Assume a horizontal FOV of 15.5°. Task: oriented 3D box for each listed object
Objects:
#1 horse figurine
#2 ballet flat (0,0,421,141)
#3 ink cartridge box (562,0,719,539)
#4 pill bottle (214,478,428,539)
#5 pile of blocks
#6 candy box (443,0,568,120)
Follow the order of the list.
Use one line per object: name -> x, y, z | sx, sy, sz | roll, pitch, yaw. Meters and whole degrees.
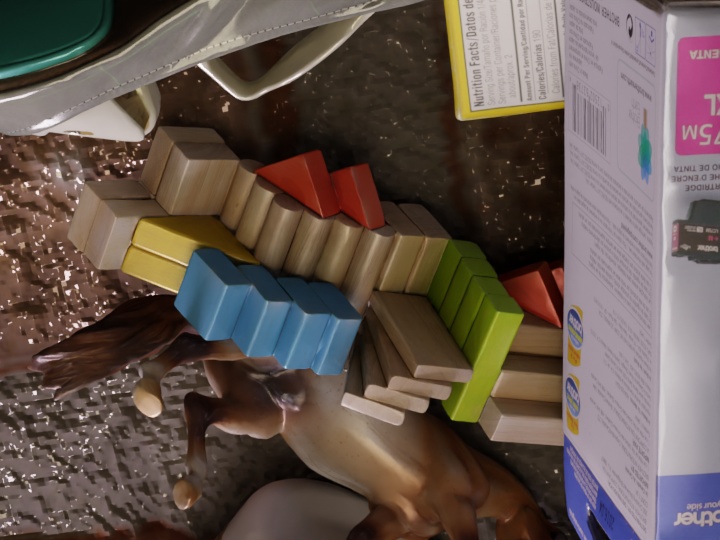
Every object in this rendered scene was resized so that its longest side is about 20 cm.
horse figurine -> -0.014, 0.060, 0.934 | 0.199, 0.133, 0.050 | 34, 118, 0
ballet flat -> -0.068, -0.076, 0.886 | 0.199, 0.068, 0.064 | -21, 121, 13
ink cartridge box -> 0.094, 0.005, 0.839 | 0.042, 0.119, 0.201 | -1, 105, -9
pill bottle -> -0.049, 0.185, 0.990 | 0.114, 0.115, 0.200 | 32, 114, -13
pile of blocks -> 0.000, 0.000, 0.912 | 0.199, 0.082, 0.062 | 18, 116, -6
candy box -> 0.071, -0.149, 0.863 | 0.101, 0.026, 0.201 | -5, 117, 5
